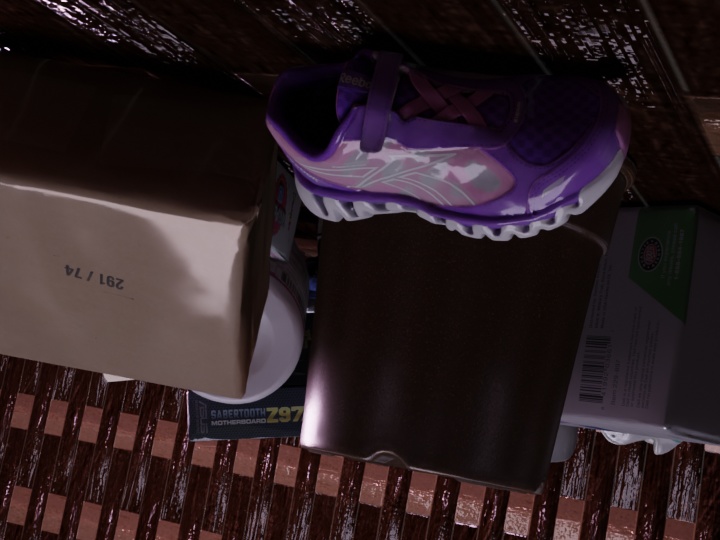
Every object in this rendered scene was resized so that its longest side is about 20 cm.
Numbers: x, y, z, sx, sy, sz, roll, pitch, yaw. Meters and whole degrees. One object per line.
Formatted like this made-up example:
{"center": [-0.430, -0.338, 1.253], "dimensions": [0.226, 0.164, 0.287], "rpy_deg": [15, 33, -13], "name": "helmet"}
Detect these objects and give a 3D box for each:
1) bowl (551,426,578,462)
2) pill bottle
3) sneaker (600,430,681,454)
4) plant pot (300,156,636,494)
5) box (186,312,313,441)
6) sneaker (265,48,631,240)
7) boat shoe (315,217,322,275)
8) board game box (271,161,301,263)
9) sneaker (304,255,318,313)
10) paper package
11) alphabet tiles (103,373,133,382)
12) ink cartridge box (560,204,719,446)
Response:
{"center": [0.109, 0.076, 1.161], "dimensions": [0.196, 0.076, 0.201], "rpy_deg": [10, -150, 2], "name": "bowl"}
{"center": [-0.100, 0.024, 1.074], "dimensions": [0.111, 0.115, 0.200], "rpy_deg": [11, -164, -3], "name": "pill bottle"}
{"center": [0.207, 0.100, 1.035], "dimensions": [0.198, 0.081, 0.071], "rpy_deg": [24, -160, -26], "name": "sneaker"}
{"center": [0.052, 0.023, 0.763], "dimensions": [0.197, 0.202, 0.200], "rpy_deg": [11, 172, 1], "name": "plant pot"}
{"center": [-0.076, 0.090, 1.142], "dimensions": [0.155, 0.052, 0.200], "rpy_deg": [-1, -163, -4], "name": "box"}
{"center": [0.031, -0.070, 0.618], "dimensions": [0.197, 0.082, 0.088], "rpy_deg": [2, 152, 35], "name": "sneaker"}
{"center": [0.000, 0.000, 1.144], "dimensions": [0.070, 0.065, 0.200], "rpy_deg": [8, 173, 19], "name": "boat shoe"}
{"center": [-0.155, -0.062, 0.938], "dimensions": [0.196, 0.065, 0.148], "rpy_deg": [11, 173, 10], "name": "board game box"}
{"center": [-0.056, 0.029, 1.290], "dimensions": [0.197, 0.080, 0.075], "rpy_deg": [7, -159, 25], "name": "sneaker"}
{"center": [-0.154, -0.024, 0.792], "dimensions": [0.196, 0.105, 0.192], "rpy_deg": [10, 140, 1], "name": "paper package"}
{"center": [-0.191, 0.025, 1.222], "dimensions": [0.164, 0.008, 0.202], "rpy_deg": [-5, 126, 6], "name": "alphabet tiles"}
{"center": [0.165, 0.037, 0.889], "dimensions": [0.087, 0.148, 0.198], "rpy_deg": [16, 170, -41], "name": "ink cartridge box"}
